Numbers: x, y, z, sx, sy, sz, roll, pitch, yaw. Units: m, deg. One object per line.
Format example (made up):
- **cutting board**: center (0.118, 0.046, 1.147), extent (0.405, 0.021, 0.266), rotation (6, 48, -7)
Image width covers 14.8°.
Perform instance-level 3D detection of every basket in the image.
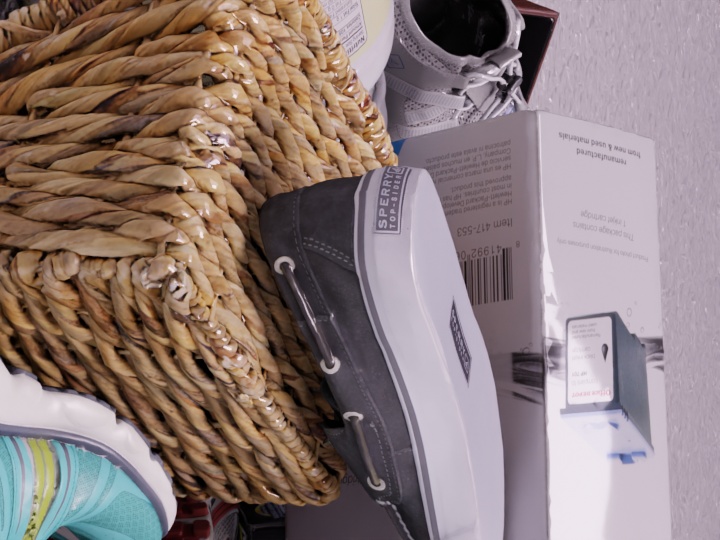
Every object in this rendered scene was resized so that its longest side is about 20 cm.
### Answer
- **basket**: center (-0.082, -0.020, 1.003), extent (0.200, 0.142, 0.149), rotation (57, 40, -58)

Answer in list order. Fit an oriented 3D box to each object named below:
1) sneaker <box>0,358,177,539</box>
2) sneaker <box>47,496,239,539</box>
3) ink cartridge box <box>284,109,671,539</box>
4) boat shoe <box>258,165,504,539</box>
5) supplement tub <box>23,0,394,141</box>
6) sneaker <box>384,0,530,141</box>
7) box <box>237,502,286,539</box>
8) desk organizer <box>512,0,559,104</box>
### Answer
- **sneaker**: center (-0.136, 0.074, 0.947), extent (0.200, 0.077, 0.080), rotation (32, 63, -55)
- **sneaker**: center (-0.084, 0.122, 1.127), extent (0.200, 0.078, 0.082), rotation (-64, 151, -59)
- **ink cartridge box**: center (0.044, 0.049, 1.128), extent (0.086, 0.146, 0.201), rotation (7, 77, -45)
- **boat shoe**: center (0.012, 0.041, 0.982), extent (0.069, 0.056, 0.200), rotation (-79, 160, -45)
- **supplement tub**: center (-0.065, -0.132, 1.083), extent (0.145, 0.145, 0.200), rotation (-72, 157, -50)
- **sneaker**: center (0.039, -0.086, 1.212), extent (0.075, 0.082, 0.200), rotation (-57, 137, -19)
- **box**: center (-0.035, 0.190, 1.259), extent (0.160, 0.044, 0.201), rotation (-143, -131, -77)
- **desk organizer**: center (0.030, -0.051, 1.430), extent (0.072, 0.077, 0.200), rotation (-45, 155, -71)
